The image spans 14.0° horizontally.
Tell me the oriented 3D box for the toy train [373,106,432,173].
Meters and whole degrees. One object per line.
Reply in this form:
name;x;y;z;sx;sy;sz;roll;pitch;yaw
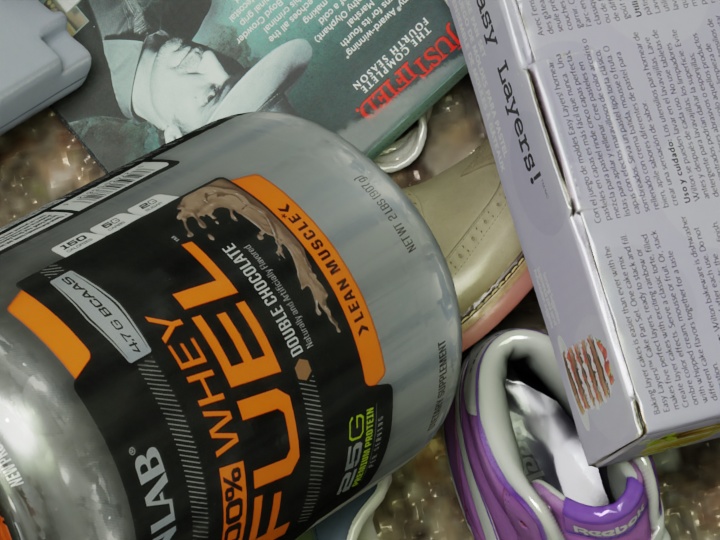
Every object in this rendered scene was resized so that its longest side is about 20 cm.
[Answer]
toy train;0.090;-0.092;1.011;0.199;0.056;0.151;0;79;-1

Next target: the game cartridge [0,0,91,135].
game cartridge;-0.204;-0.100;0.975;0.200;0.041;0.133;41;44;15

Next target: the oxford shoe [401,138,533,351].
oxford shoe;0.000;0.000;0.970;0.200;0.070;0.075;-42;105;-4

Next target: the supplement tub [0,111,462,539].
supplement tub;-0.074;0.041;0.840;0.200;0.123;0.123;-31;79;-43

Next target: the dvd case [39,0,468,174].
dvd case;-0.061;-0.112;1.005;0.146;0.022;0.200;-43;81;14

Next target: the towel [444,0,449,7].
towel;0.102;-0.098;0.969;0.152;0.023;0.200;-30;83;-20

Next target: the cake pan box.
cake pan box;0.130;-0.054;0.925;0.184;0.052;0.200;-13;79;-23

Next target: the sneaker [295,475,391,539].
sneaker;0.021;0.154;0.938;0.090;0.067;0.200;-32;92;7

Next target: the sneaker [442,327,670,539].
sneaker;0.081;0.112;0.944;0.073;0.114;0.201;-27;82;-7
